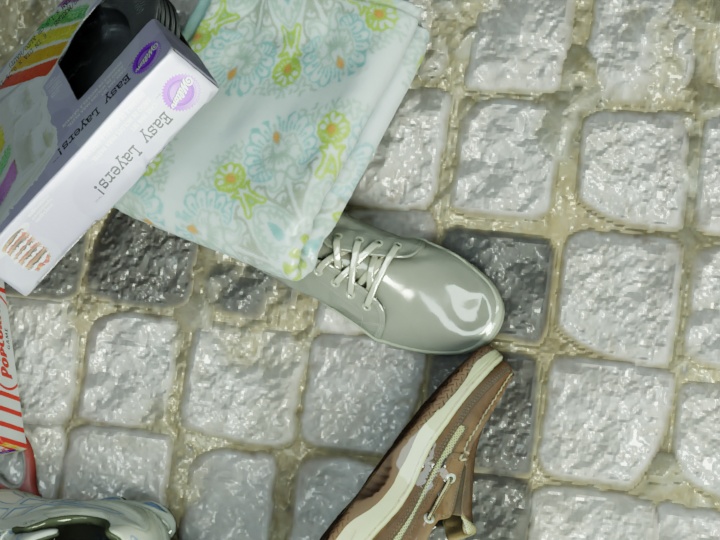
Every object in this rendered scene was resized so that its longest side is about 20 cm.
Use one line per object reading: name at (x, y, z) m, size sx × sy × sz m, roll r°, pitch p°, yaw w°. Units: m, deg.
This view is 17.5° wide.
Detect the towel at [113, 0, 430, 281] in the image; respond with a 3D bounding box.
towel at (-0.064, -0.107, 1.536) m, size 0.170 × 0.048 × 0.201 m, roll 20°, pitch 77°, yaw 35°

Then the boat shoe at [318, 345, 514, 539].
boat shoe at (0.043, 0.143, 1.491) m, size 0.075 × 0.075 × 0.203 m, roll 39°, pitch 76°, yaw 0°

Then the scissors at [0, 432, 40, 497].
scissors at (-0.212, 0.193, 1.605) m, size 0.073 × 0.014 × 0.200 m, roll -42°, pitch 75°, yaw 6°

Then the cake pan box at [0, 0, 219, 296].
cake pan box at (-0.191, -0.104, 1.557) m, size 0.200 × 0.052 × 0.184 m, roll -45°, pitch 35°, yaw 9°

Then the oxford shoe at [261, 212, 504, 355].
oxford shoe at (0.000, 0.000, 1.539) m, size 0.199 × 0.058 × 0.076 m, roll 26°, pitch 90°, yaw 17°

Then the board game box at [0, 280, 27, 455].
board game box at (-0.339, 0.071, 1.633) m, size 0.199 × 0.046 × 0.153 m, roll -15°, pitch 75°, yaw 15°

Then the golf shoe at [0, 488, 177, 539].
golf shoe at (-0.225, 0.180, 1.553) m, size 0.198 × 0.097 × 0.079 m, roll -7°, pitch 82°, yaw 14°
